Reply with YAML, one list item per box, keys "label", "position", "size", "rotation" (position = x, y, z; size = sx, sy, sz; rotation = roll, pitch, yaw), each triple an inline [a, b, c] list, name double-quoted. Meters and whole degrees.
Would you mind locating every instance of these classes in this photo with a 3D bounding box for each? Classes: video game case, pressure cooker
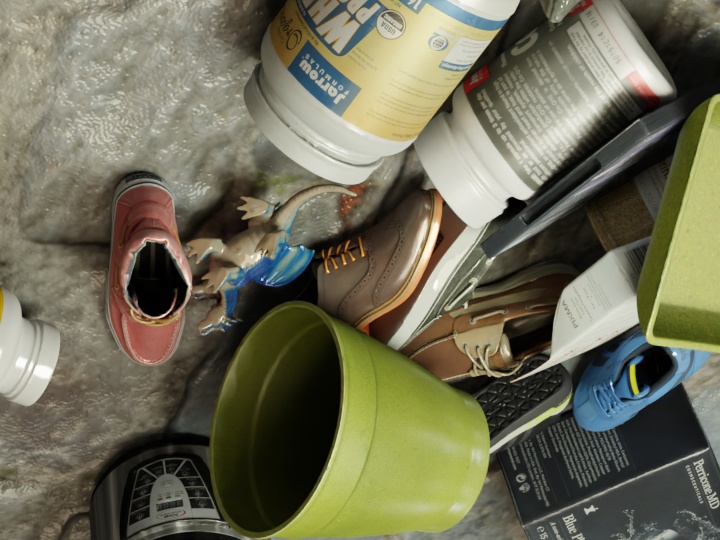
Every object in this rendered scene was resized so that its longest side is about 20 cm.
- label: "video game case"
  position: [0.202, -0.084, 1.464]
  size: [0.142, 0.019, 0.200]
  rotation: [-28, 170, -47]
- label: "pressure cooker"
  position: [-0.161, 0.278, 1.652]
  size: [0.178, 0.201, 0.176]
  rotation: [26, 120, -29]

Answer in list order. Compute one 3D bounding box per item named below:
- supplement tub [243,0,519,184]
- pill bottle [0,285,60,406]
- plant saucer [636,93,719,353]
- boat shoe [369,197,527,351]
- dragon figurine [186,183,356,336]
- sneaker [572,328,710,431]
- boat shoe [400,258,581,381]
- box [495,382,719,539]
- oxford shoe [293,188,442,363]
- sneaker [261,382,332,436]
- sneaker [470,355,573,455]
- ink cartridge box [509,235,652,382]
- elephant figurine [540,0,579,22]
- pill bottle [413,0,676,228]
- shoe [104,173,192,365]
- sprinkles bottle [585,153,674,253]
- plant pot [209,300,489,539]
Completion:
- label: "supplement tub"
  position: [0.013, -0.180, 1.355]
  size: [0.144, 0.145, 0.200]
  rotation: [23, 120, -28]
- label: "pill bottle"
  position: [-0.355, 0.047, 1.481]
  size: [0.199, 0.105, 0.104]
  rotation: [23, 120, -28]
- label: "plant saucer"
  position: [0.302, -0.035, 1.447]
  size: [0.199, 0.048, 0.202]
  rotation: [8, 99, -42]
- label: "boat shoe"
  position: [0.075, 0.009, 1.572]
  size: [0.063, 0.071, 0.200]
  rotation: [23, 118, -27]
- label: "dragon figurine"
  position: [-0.081, -0.020, 1.508]
  size: [0.200, 0.059, 0.099]
  rotation: [-39, 162, 14]
- label: "sneaker"
  position: [0.245, 0.100, 1.638]
  size: [0.078, 0.066, 0.200]
  rotation: [-31, 171, -41]
- label: "boat shoe"
  position: [0.118, 0.059, 1.621]
  size: [0.199, 0.072, 0.076]
  rotation: [-28, 130, 10]
- label: "box"
  position: [0.264, 0.234, 1.770]
  size: [0.198, 0.118, 0.197]
  rotation: [-24, 130, 5]
- label: "oxford shoe"
  position: [0.000, 0.000, 1.549]
  size: [0.072, 0.072, 0.200]
  rotation: [24, 120, -24]
- label: "sneaker"
  position: [-0.023, 0.137, 1.663]
  size: [0.091, 0.076, 0.200]
  rotation: [-44, 132, 10]
- label: "sneaker"
  position: [0.121, 0.156, 1.685]
  size: [0.199, 0.072, 0.083]
  rotation: [-24, 144, -14]
- label: "ink cartridge box"
  position: [0.228, 0.022, 1.554]
  size: [0.159, 0.048, 0.200]
  rotation: [-20, 167, -36]
- label: "elephant figurine"
  position: [0.164, -0.251, 1.291]
  size: [0.154, 0.201, 0.142]
  rotation: [25, 113, -32]
- label: "pill bottle"
  position: [0.147, -0.131, 1.447]
  size: [0.199, 0.114, 0.114]
  rotation: [-35, 128, 16]
- label: "shoe"
  position: [-0.181, 0.023, 1.510]
  size: [0.071, 0.091, 0.201]
  rotation: [-4, 129, -10]
- label: "sprinkles bottle"
  position: [0.297, -0.077, 1.555]
  size: [0.199, 0.069, 0.068]
  rotation: [-31, 129, 12]
- label: "plant pot"
  position: [0.002, 0.148, 1.534]
  size: [0.192, 0.201, 0.201]
  rotation: [18, 123, -33]
